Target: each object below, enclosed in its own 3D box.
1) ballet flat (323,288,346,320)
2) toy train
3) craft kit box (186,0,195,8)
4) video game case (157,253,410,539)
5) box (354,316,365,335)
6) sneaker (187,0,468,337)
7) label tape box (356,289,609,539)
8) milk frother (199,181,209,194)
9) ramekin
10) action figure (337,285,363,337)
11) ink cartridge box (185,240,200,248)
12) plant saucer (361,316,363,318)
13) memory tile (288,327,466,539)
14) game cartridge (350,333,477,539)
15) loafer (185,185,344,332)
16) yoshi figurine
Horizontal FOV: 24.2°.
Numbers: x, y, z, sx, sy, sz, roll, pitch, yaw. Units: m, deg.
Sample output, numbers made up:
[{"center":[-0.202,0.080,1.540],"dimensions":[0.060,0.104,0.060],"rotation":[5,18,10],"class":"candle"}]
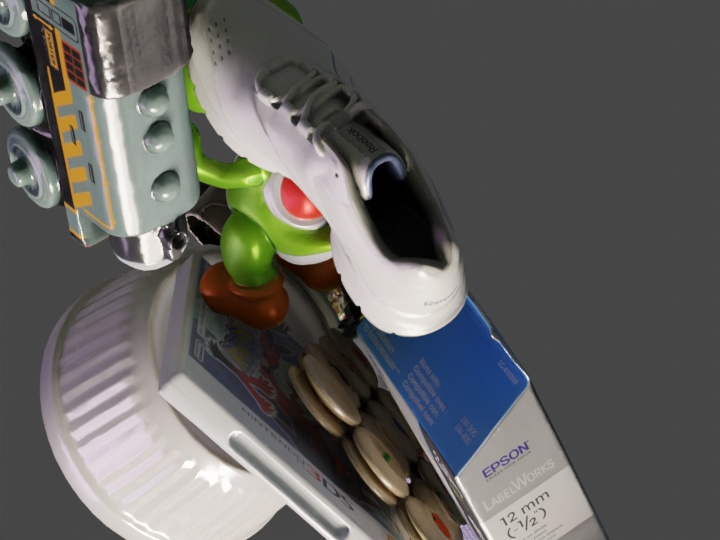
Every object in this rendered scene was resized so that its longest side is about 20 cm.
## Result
[{"center":[-0.041,-0.009,1.335],"dimensions":[0.075,0.064,0.202],"rotation":[22,131,32],"class":"ballet flat"},{"center":[-0.131,-0.092,0.845],"dimensions":[0.114,0.085,0.202],"rotation":[36,143,37],"class":"toy train"},{"center":[-0.110,-0.167,1.236],"dimensions":[0.201,0.048,0.197],"rotation":[59,173,-15],"class":"craft kit box"},{"center":[-0.043,0.085,1.002],"dimensions":[0.182,0.023,0.200],"rotation":[43,-169,-15],"class":"video game case"},{"center":[0.060,0.119,1.267],"dimensions":[0.201,0.051,0.158],"rotation":[59,176,2],"class":"box"},{"center":[-0.011,-0.064,0.806],"dimensions":[0.200,0.074,0.087],"rotation":[49,165,8],"class":"sneaker"},{"center":[0.059,0.077,0.924],"dimensions":[0.201,0.066,0.144],"rotation":[59,177,-38],"class":"label tape box"},{"center":[-0.144,0.002,1.795],"dimensions":[0.182,0.187,0.200],"rotation":[57,175,11],"class":"milk frother"},{"center":[-0.103,0.078,1.119],"dimensions":[0.105,0.200,0.201],"rotation":[-34,88,43],"class":"ramekin"},{"center":[0.000,0.000,1.091],"dimensions":[0.200,0.054,0.119],"rotation":[-148,38,-72],"class":"action figure"},{"center":[-0.114,0.027,1.567],"dimensions":[0.088,0.199,0.145],"rotation":[60,175,-28],"class":"ink cartridge box"},{"center":[-0.045,0.066,1.416],"dimensions":[0.031,0.199,0.201],"rotation":[-31,92,48],"class":"plant saucer"},{"center":[0.017,0.104,1.031],"dimensions":[0.154,0.017,0.200],"rotation":[52,-172,0],"class":"memory tile"},{"center":[0.046,0.132,1.167],"dimensions":[0.133,0.040,0.201],"rotation":[-35,85,42],"class":"game cartridge"},{"center":[-0.075,0.023,1.280],"dimensions":[0.201,0.069,0.075],"rotation":[61,148,3],"class":"loafer"},{"center":[-0.064,-0.073,0.952],"dimensions":[0.113,0.110,0.202],"rotation":[-89,-2,-49],"class":"yoshi figurine"}]
